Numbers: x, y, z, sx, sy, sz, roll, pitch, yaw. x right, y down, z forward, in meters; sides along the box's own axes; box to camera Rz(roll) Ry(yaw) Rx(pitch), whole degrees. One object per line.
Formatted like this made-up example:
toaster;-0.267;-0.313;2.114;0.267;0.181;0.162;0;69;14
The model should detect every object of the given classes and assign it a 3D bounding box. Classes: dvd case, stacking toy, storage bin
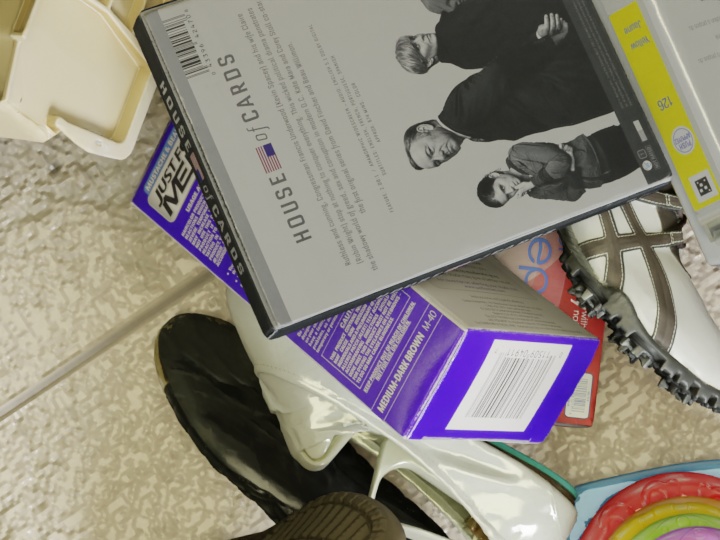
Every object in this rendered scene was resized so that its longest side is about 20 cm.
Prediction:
dvd case;0.020;-0.072;1.219;0.199;0.025;0.151;-20;81;-20
stacking toy;0.150;0.149;1.279;0.109;0.200;0.117;-9;87;3
storage bin;-0.176;-0.153;1.256;0.199;0.094;0.199;8;70;32

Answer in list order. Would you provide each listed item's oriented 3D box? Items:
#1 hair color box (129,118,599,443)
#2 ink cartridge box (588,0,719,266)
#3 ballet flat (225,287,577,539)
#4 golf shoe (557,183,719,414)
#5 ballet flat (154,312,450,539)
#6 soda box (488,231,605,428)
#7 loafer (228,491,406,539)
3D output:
hair color box;0.000;0.000;1.293;0.200;0.109;0.065;41;110;33
ink cartridge box;0.213;-0.073;1.303;0.047;0.197;0.201;-24;86;47
ballet flat;0.009;0.080;1.325;0.200;0.069;0.070;34;90;2
golf shoe;0.125;-0.025;1.280;0.094;0.078;0.200;-40;92;-2
ballet flat;-0.030;0.101;1.368;0.066;0.057;0.200;-40;80;-23
soda box;0.091;-0.027;1.352;0.063;0.070;0.201;7;89;1
loafer;-0.032;0.156;1.313;0.068;0.200;0.076;51;58;-13
